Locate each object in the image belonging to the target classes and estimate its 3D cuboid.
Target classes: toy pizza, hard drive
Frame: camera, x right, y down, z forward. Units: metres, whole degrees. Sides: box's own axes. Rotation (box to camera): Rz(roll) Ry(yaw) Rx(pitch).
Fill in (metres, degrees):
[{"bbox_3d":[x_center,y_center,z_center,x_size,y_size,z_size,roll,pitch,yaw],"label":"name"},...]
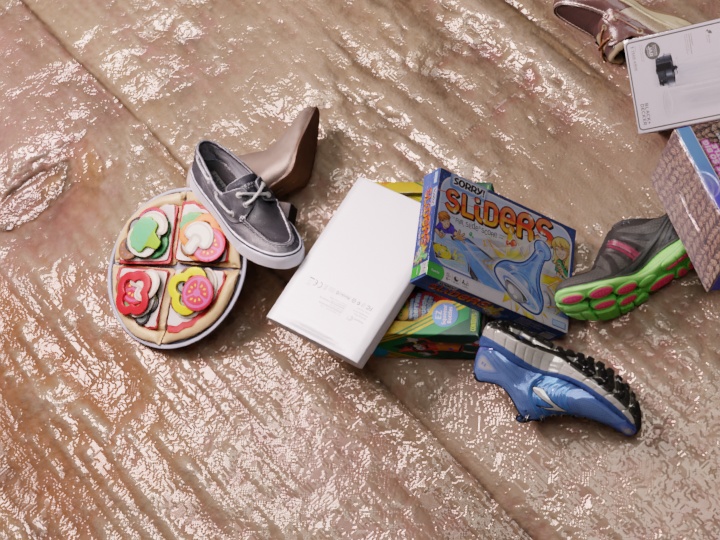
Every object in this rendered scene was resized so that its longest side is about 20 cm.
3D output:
[{"bbox_3d":[-0.227,-0.006,1.833,0.200,0.032,0.201,-8,73,26],"label":"toy pizza"},{"bbox_3d":[0.000,0.000,1.734,0.132,0.027,0.200,25,75,28],"label":"hard drive"}]

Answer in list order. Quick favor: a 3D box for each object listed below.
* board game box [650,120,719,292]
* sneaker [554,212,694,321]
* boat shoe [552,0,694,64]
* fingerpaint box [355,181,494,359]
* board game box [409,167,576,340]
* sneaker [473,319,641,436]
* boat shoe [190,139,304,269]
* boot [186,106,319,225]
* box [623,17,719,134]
[{"bbox_3d":[0.452,-0.084,1.684,0.200,0.097,0.160,-11,59,-15],"label":"board game box"},{"bbox_3d":[0.301,-0.009,1.732,0.200,0.077,0.084,-27,54,-16],"label":"sneaker"},{"bbox_3d":[0.321,-0.289,1.870,0.200,0.072,0.072,25,70,16],"label":"boat shoe"},{"bbox_3d":[0.069,-0.003,1.775,0.167,0.073,0.200,1,64,14],"label":"fingerpaint box"},{"bbox_3d":[0.152,-0.017,1.713,0.200,0.034,0.136,22,62,-27],"label":"board game box"},{"bbox_3d":[0.216,0.133,1.681,0.200,0.079,0.089,27,108,10],"label":"sneaker"},{"bbox_3d":[-0.133,-0.082,1.783,0.072,0.068,0.200,-22,52,-27],"label":"boat shoe"},{"bbox_3d":[-0.140,-0.120,1.886,0.146,0.070,0.200,6,65,18],"label":"boot"},{"bbox_3d":[0.415,-0.231,1.759,0.200,0.060,0.117,-11,90,32],"label":"box"}]
